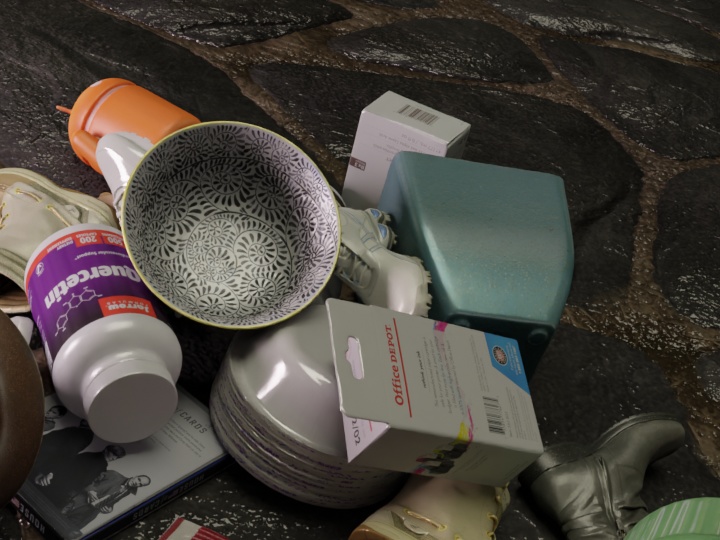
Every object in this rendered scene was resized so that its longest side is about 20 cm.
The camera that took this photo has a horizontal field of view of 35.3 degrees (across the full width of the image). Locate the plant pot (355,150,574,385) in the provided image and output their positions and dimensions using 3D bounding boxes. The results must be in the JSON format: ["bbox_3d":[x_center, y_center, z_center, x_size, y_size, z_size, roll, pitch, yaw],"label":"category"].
[{"bbox_3d":[0.113,0.024,1.180,0.194,0.198,0.201,8,40,-13],"label":"plant pot"}]

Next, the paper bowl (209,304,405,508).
[{"bbox_3d":[-0.030,0.110,1.033,0.199,0.105,0.201,21,28,-12],"label":"paper bowl"}]

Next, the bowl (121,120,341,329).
[{"bbox_3d":[-0.124,-0.028,1.050,0.198,0.094,0.203,5,68,-13],"label":"bowl"}]

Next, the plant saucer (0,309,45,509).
[{"bbox_3d":[-0.337,0.105,0.844,0.198,0.202,0.034,17,3,1],"label":"plant saucer"}]

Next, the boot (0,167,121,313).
[{"bbox_3d":[-0.362,-0.031,1.152,0.198,0.073,0.155,17,40,24],"label":"boot"}]

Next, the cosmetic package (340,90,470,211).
[{"bbox_3d":[0.042,-0.089,1.301,0.112,0.202,0.081,23,31,16],"label":"cosmetic package"}]

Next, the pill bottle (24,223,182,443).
[{"bbox_3d":[-0.225,0.054,0.999,0.111,0.113,0.200,-3,37,-28],"label":"pill bottle"}]

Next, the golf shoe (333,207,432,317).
[{"bbox_3d":[0.000,0.000,1.090,0.096,0.079,0.200,14,21,-27],"label":"golf shoe"}]

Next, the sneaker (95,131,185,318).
[{"bbox_3d":[-0.203,-0.048,1.114,0.080,0.076,0.200,-36,85,-34],"label":"sneaker"}]

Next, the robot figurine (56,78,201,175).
[{"bbox_3d":[-0.265,-0.155,1.342,0.199,0.117,0.144,30,66,21],"label":"robot figurine"}]

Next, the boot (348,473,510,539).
[{"bbox_3d":[0.107,0.238,0.957,0.199,0.073,0.155,25,32,19],"label":"boot"}]

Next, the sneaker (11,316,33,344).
[{"bbox_3d":[-0.332,0.078,0.954,0.088,0.076,0.200,19,11,-13],"label":"sneaker"}]

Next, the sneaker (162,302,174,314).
[{"bbox_3d":[-0.199,0.002,1.184,0.199,0.078,0.085,-32,83,-44],"label":"sneaker"}]

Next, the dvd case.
[{"bbox_3d":[-0.218,0.153,0.981,0.150,0.025,0.199,35,36,26],"label":"dvd case"}]

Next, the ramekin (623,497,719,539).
[{"bbox_3d":[0.272,0.274,0.863,0.199,0.202,0.098,26,26,15],"label":"ramekin"}]

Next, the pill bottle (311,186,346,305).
[{"bbox_3d":[-0.073,-0.008,1.207,0.113,0.115,0.201,13,32,-4],"label":"pill bottle"}]

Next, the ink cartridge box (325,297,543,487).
[{"bbox_3d":[0.047,0.104,0.945,0.198,0.068,0.116,15,48,-29],"label":"ink cartridge box"}]

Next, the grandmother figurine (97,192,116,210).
[{"bbox_3d":[-0.200,-0.081,1.224,0.198,0.061,0.121,-11,16,24],"label":"grandmother figurine"}]

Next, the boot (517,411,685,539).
[{"bbox_3d":[0.256,0.216,1.072,0.198,0.068,0.131,-13,46,-27],"label":"boot"}]

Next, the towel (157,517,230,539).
[{"bbox_3d":[-0.092,0.277,0.853,0.198,0.023,0.144,24,35,15],"label":"towel"}]
